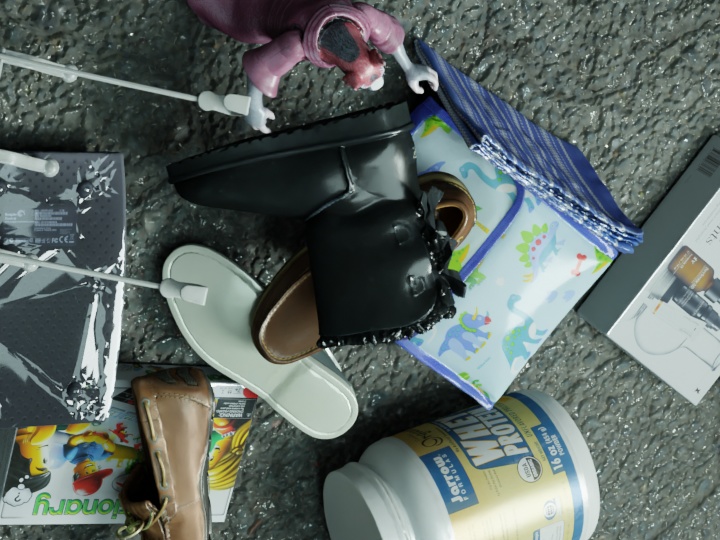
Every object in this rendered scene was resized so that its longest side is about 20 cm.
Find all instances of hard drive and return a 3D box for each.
[{"bbox_3d":[-0.237,0.011,1.367,0.135,0.042,0.200,-2,101,-30],"label":"hard drive"}]

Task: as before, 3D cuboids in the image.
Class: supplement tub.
[{"bbox_3d":[0.084,0.194,1.605,0.200,0.145,0.145,-18,122,-23],"label":"supplement tub"}]

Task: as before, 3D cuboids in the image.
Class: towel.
[{"bbox_3d":[0.132,-0.097,1.487,0.200,0.145,0.024,31,112,-37],"label":"towel"}]

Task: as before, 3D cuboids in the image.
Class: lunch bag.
[{"bbox_3d":[0.073,-0.017,1.514,0.200,0.127,0.170,38,95,-22],"label":"lunch bag"}]

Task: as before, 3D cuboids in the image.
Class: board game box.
[{"bbox_3d":[-0.184,0.135,1.485,0.200,0.035,0.126,4,112,-32],"label":"board game box"}]

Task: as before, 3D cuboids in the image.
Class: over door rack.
[{"bbox_3d":[-0.187,-0.065,1.301,0.200,0.067,0.148,12,91,-5],"label":"over door rack"}]

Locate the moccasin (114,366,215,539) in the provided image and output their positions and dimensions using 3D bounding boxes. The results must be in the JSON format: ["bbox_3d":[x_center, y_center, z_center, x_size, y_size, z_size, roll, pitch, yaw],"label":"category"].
[{"bbox_3d":[-0.153,0.170,1.455,0.078,0.074,0.202,-5,121,-18],"label":"moccasin"}]

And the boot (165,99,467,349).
[{"bbox_3d":[-0.029,-0.024,1.359,0.198,0.073,0.163,-12,97,13],"label":"boot"}]

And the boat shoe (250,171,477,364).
[{"bbox_3d":[0.001,0.000,1.419,0.200,0.068,0.072,-37,102,3],"label":"boat shoe"}]

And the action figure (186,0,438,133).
[{"bbox_3d":[-0.032,-0.180,1.312,0.134,0.200,0.149,-23,122,-20],"label":"action figure"}]

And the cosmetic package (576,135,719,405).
[{"bbox_3d":[0.307,0.002,1.700,0.151,0.052,0.200,35,93,-40],"label":"cosmetic package"}]

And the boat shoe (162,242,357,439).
[{"bbox_3d":[-0.080,0.050,1.488,0.073,0.062,0.200,-41,109,11],"label":"boat shoe"}]
